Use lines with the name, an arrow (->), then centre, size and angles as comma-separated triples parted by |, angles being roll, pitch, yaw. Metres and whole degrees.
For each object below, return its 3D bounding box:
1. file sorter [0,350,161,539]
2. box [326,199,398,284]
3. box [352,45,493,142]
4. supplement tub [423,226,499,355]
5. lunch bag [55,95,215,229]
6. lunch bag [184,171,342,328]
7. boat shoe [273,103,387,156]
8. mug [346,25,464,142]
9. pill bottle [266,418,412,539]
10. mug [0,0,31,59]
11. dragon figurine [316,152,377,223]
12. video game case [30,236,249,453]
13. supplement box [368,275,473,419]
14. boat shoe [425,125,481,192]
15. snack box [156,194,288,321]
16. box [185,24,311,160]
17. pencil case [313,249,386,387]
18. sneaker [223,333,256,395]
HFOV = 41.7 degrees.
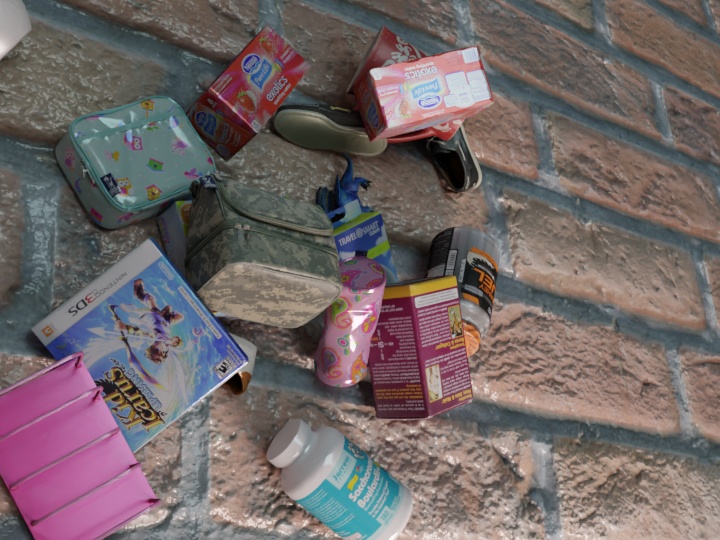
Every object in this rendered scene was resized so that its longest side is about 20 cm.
file sorter -> -0.327, 0.208, 1.055 | 0.139, 0.125, 0.200 | -28, 87, -23
box -> 0.000, 0.000, 1.470 | 0.122, 0.048, 0.200 | -30, 110, -44
box -> 0.103, -0.288, 1.551 | 0.200, 0.095, 0.103 | -18, 88, -19
supplement tub -> 0.162, 0.037, 1.577 | 0.122, 0.123, 0.200 | 31, 53, -24
lunch bag -> -0.313, -0.156, 1.315 | 0.200, 0.077, 0.161 | -28, 87, -44
lunch bag -> -0.135, -0.034, 1.272 | 0.200, 0.139, 0.168 | 14, 51, -33
boat shoe -> -0.053, -0.243, 1.579 | 0.201, 0.072, 0.061 | 11, 48, -26
mug -> 0.083, -0.307, 1.677 | 0.200, 0.178, 0.133 | 27, 25, -9
pill bottle -> -0.032, 0.290, 1.293 | 0.200, 0.111, 0.111 | 41, 48, -16
mug -> -0.531, -0.321, 1.191 | 0.175, 0.148, 0.200 | 45, 77, -22
dragon figurine -> -0.032, -0.118, 1.541 | 0.099, 0.059, 0.200 | 3, 68, -39
video game case -> -0.270, 0.091, 1.173 | 0.181, 0.045, 0.200 | -38, 96, -3
supplement box -> 0.085, 0.115, 1.439 | 0.131, 0.103, 0.200 | -9, 91, -53
boat shoe -> 0.154, -0.236, 1.747 | 0.068, 0.072, 0.200 | -26, 87, -48
snack box -> -0.174, -0.018, 1.365 | 0.200, 0.068, 0.169 | -6, 73, -42
box -> -0.176, -0.280, 1.480 | 0.100, 0.095, 0.200 | 42, 48, -13
pencil case -> -0.017, 0.073, 1.360 | 0.087, 0.200, 0.087 | 7, 36, -5
sneaker -> -0.225, 0.110, 1.252 | 0.200, 0.073, 0.085 | 25, 52, -30
